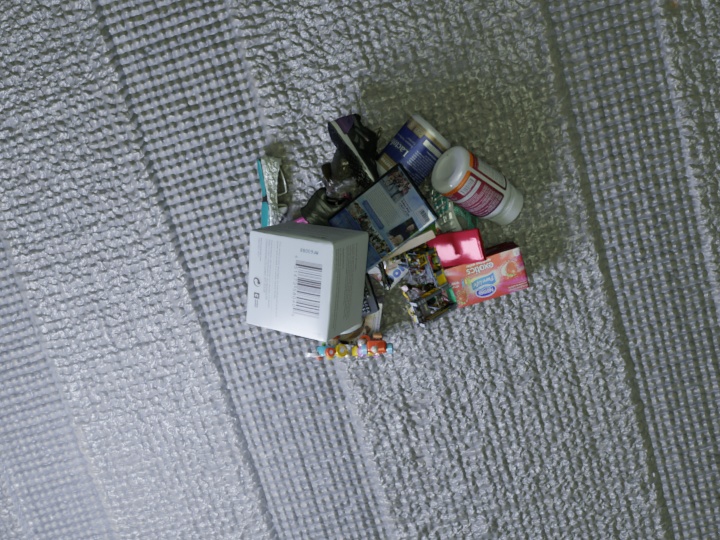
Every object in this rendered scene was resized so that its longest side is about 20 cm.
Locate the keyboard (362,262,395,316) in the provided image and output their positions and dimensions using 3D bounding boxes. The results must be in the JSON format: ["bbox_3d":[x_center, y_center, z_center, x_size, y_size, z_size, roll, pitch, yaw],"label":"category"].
[{"bbox_3d":[0.000,0.000,1.510,0.126,0.021,0.202,-20,105,1],"label":"keyboard"}]

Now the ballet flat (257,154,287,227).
[{"bbox_3d":[-0.200,-0.168,1.609,0.071,0.072,0.203,-2,100,4],"label":"ballet flat"}]

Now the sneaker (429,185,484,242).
[{"bbox_3d":[0.223,-0.125,1.590,0.090,0.077,0.202,-16,88,-33],"label":"sneaker"}]

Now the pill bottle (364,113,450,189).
[{"bbox_3d":[0.099,-0.239,1.550,0.115,0.116,0.200,40,100,-4],"label":"pill bottle"}]

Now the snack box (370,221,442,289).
[{"bbox_3d":[0.109,-0.048,1.629,0.072,0.024,0.200,42,100,-6],"label":"snack box"}]

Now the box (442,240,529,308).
[{"bbox_3d":[0.277,0.012,1.592,0.198,0.096,0.101,-17,101,6],"label":"box"}]

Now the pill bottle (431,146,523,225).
[{"bbox_3d":[0.260,-0.181,1.521,0.199,0.110,0.110,27,102,-31],"label":"pill bottle"}]

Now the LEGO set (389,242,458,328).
[{"bbox_3d":[0.118,0.037,1.527,0.115,0.153,0.202,-27,113,-22],"label":"LEGO set"}]

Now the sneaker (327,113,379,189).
[{"bbox_3d":[0.010,-0.264,1.505,0.087,0.076,0.201,-26,70,-13],"label":"sneaker"}]

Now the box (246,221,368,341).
[{"bbox_3d":[-0.107,0.014,1.416,0.198,0.171,0.202,11,104,25],"label":"box"}]

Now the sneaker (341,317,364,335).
[{"bbox_3d":[-0.089,0.090,1.560,0.197,0.070,0.095,2,105,7],"label":"sneaker"}]

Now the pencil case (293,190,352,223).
[{"bbox_3d":[-0.095,-0.103,1.602,0.198,0.091,0.094,-28,132,6],"label":"pencil case"}]

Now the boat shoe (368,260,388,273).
[{"bbox_3d":[-0.027,-0.022,1.572,0.198,0.070,0.071,11,118,-16],"label":"boat shoe"}]

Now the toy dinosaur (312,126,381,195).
[{"bbox_3d":[-0.024,-0.256,1.571,0.102,0.077,0.201,33,94,14],"label":"toy dinosaur"}]

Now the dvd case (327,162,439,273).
[{"bbox_3d":[0.045,-0.108,1.445,0.199,0.018,0.143,-36,83,15],"label":"dvd case"}]

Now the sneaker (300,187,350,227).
[{"bbox_3d":[-0.031,-0.108,1.522,0.199,0.076,0.091,30,107,-20],"label":"sneaker"}]

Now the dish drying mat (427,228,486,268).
[{"bbox_3d":[0.186,-0.046,1.553,0.198,0.018,0.078,-7,109,38],"label":"dish drying mat"}]

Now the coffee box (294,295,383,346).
[{"bbox_3d":[-0.050,0.109,1.638,0.197,0.080,0.115,8,102,2],"label":"coffee box"}]

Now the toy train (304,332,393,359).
[{"bbox_3d":[-0.020,0.165,1.543,0.197,0.150,0.056,-4,78,11],"label":"toy train"}]

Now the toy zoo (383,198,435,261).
[{"bbox_3d":[0.104,-0.099,1.535,0.130,0.201,0.021,-25,114,16],"label":"toy zoo"}]
